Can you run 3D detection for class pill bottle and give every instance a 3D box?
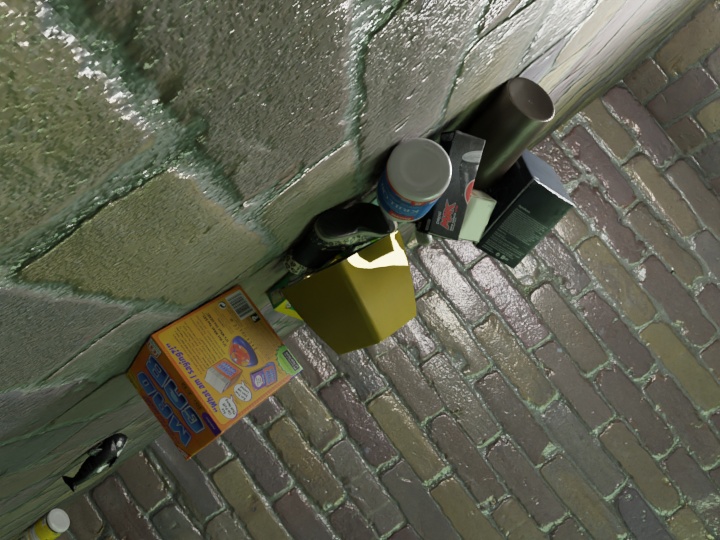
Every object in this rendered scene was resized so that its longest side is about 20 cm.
[{"bbox_3d":[0.088,-0.151,1.081,0.112,0.112,0.200,-37,175,-11],"label":"pill bottle"},{"bbox_3d":[-1.404,1.159,2.651,0.200,0.111,0.111,-38,176,7],"label":"pill bottle"}]

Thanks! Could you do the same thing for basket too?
[{"bbox_3d":[0.294,-0.288,1.241,0.180,0.136,0.200,-49,179,-35],"label":"basket"}]

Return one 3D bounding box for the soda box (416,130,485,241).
[{"bbox_3d":[0.173,-0.162,1.152,0.063,0.071,0.201,-154,-102,-72],"label":"soda box"}]

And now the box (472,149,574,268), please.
[{"bbox_3d":[0.349,-0.150,1.355,0.197,0.124,0.200,-53,-161,30],"label":"box"}]

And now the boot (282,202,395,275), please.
[{"bbox_3d":[-0.043,-0.060,1.165,0.203,0.074,0.154,-12,159,-46],"label":"boot"}]

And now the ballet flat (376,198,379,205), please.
[{"bbox_3d":[0.102,-0.176,1.272,0.200,0.070,0.069,-35,175,-28],"label":"ballet flat"}]

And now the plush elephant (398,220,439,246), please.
[{"bbox_3d":[0.175,-0.139,1.629,0.165,0.155,0.200,-41,174,37],"label":"plush elephant"}]

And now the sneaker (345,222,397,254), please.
[{"bbox_3d":[0.022,-0.070,1.516,0.079,0.079,0.200,-12,164,-38],"label":"sneaker"}]

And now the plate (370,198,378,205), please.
[{"bbox_3d":[0.081,-0.172,1.386,0.200,0.026,0.200,-38,177,-3],"label":"plate"}]

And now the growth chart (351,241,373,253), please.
[{"bbox_3d":[0.000,0.000,1.420,0.145,0.018,0.201,23,94,-57],"label":"growth chart"}]

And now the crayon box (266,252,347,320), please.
[{"bbox_3d":[-0.099,0.036,1.453,0.200,0.058,0.172,-39,148,14],"label":"crayon box"}]

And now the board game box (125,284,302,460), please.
[{"bbox_3d":[-0.273,0.189,1.106,0.200,0.200,0.200,-33,174,-43],"label":"board game box"}]

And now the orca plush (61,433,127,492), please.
[{"bbox_3d":[-0.783,0.542,1.745,0.200,0.071,0.105,-33,-141,-11],"label":"orca plush"}]

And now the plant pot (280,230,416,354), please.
[{"bbox_3d":[-0.004,0.057,1.222,0.200,0.177,0.200,-23,-175,45],"label":"plant pot"}]

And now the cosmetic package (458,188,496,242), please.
[{"bbox_3d":[0.207,-0.155,1.335,0.071,0.200,0.106,8,115,-27],"label":"cosmetic package"}]
